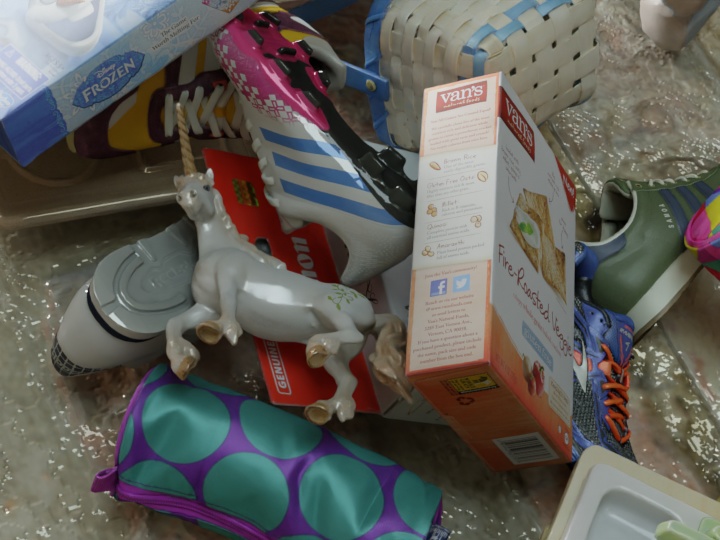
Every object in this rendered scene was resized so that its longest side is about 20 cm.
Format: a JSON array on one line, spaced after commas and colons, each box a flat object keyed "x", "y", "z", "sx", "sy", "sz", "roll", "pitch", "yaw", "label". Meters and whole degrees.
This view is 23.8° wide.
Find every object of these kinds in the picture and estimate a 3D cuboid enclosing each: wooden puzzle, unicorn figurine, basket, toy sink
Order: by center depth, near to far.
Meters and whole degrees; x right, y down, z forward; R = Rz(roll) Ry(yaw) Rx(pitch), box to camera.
[{"x": 0.141, "y": 0.187, "z": 0.935, "sx": 0.111, "sy": 0.201, "sz": 0.131, "roll": 25, "pitch": 53, "yaw": 4, "label": "toy sink"}, {"x": -0.059, "y": 0.014, "z": 1.003, "sx": 0.199, "sy": 0.074, "sz": 0.138, "roll": 34, "pitch": 32, "yaw": -11, "label": "unicorn figurine"}, {"x": -0.177, "y": -0.106, "z": 1.164, "sx": 0.184, "sy": 0.046, "sz": 0.201, "roll": -10, "pitch": 54, "yaw": -22, "label": "wooden puzzle"}, {"x": 0.055, "y": -0.165, "z": 1.211, "sx": 0.176, "sy": 0.140, "sz": 0.200, "roll": -32, "pitch": 49, "yaw": -30, "label": "basket"}]

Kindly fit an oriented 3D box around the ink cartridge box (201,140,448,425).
[{"x": 0.000, "y": 0.000, "z": 1.094, "sx": 0.173, "sy": 0.044, "sz": 0.201, "roll": 11, "pitch": 49, "yaw": -38, "label": "ink cartridge box"}]

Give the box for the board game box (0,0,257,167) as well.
[{"x": -0.186, "y": -0.180, "z": 1.058, "sx": 0.199, "sy": 0.044, "sz": 0.200, "roll": -38, "pitch": 52, "yaw": -18, "label": "board game box"}]

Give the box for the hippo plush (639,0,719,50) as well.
[{"x": 0.247, "y": -0.293, "z": 1.336, "sx": 0.161, "sy": 0.160, "sz": 0.200, "roll": 41, "pitch": 56, "yaw": 15, "label": "hippo plush"}]

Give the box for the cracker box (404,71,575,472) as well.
[{"x": 0.083, "y": 0.002, "z": 1.030, "sx": 0.057, "sy": 0.134, "sz": 0.201, "roll": -11, "pitch": 56, "yaw": 24, "label": "cracker box"}]

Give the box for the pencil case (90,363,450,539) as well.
[{"x": -0.048, "y": 0.132, "z": 0.997, "sx": 0.199, "sy": 0.085, "sz": 0.093, "roll": 24, "pitch": 51, "yaw": 3, "label": "pencil case"}]

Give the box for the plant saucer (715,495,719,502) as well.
[{"x": 0.313, "y": 0.195, "z": 1.070, "sx": 0.200, "sy": 0.049, "sz": 0.200, "roll": 41, "pitch": 55, "yaw": 14, "label": "plant saucer"}]

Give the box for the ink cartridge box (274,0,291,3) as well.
[{"x": 0.008, "y": -0.248, "z": 1.236, "sx": 0.199, "sy": 0.199, "sz": 0.041, "roll": -34, "pitch": 112, "yaw": -29, "label": "ink cartridge box"}]

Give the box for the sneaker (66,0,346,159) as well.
[{"x": -0.097, "y": -0.117, "z": 1.107, "sx": 0.090, "sy": 0.075, "sz": 0.199, "roll": 35, "pitch": 50, "yaw": 28, "label": "sneaker"}]

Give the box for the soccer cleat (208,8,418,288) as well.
[{"x": -0.043, "y": -0.076, "z": 1.053, "sx": 0.200, "sy": 0.086, "sz": 0.070, "roll": 49, "pitch": 24, "yaw": 13, "label": "soccer cleat"}]

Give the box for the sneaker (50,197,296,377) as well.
[{"x": -0.110, "y": 0.013, "z": 1.077, "sx": 0.199, "sy": 0.081, "sz": 0.077, "roll": -16, "pitch": 66, "yaw": -48, "label": "sneaker"}]

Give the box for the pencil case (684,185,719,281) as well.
[{"x": 0.307, "y": 0.013, "z": 1.138, "sx": 0.200, "sy": 0.088, "sz": 0.089, "roll": 45, "pitch": 52, "yaw": -13, "label": "pencil case"}]

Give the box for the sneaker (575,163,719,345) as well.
[{"x": 0.213, "y": -0.041, "z": 1.200, "sx": 0.090, "sy": 0.067, "sz": 0.200, "roll": 40, "pitch": 58, "yaw": 7, "label": "sneaker"}]

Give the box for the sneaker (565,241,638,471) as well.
[{"x": 0.143, "y": 0.061, "z": 1.088, "sx": 0.078, "sy": 0.075, "sz": 0.201, "roll": -29, "pitch": 60, "yaw": 14, "label": "sneaker"}]
